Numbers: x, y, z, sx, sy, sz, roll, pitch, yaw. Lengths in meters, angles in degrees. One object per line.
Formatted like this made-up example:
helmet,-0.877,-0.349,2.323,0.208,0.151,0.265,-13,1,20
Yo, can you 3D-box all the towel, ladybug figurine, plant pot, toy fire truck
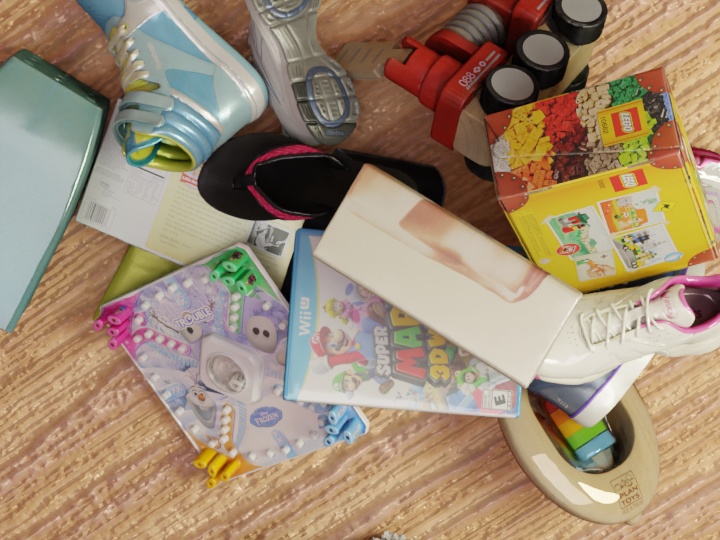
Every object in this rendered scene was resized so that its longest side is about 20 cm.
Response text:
towel,-0.159,-0.023,1.761,0.086,0.018,0.201,29,104,-2
ladybug figurine,0.187,0.141,1.751,0.135,0.072,0.201,-24,79,-24
plant pot,-0.303,-0.079,1.683,0.141,0.141,0.201,30,98,-8
toy fire truck,0.081,-0.184,1.662,0.199,0.176,0.129,32,145,15

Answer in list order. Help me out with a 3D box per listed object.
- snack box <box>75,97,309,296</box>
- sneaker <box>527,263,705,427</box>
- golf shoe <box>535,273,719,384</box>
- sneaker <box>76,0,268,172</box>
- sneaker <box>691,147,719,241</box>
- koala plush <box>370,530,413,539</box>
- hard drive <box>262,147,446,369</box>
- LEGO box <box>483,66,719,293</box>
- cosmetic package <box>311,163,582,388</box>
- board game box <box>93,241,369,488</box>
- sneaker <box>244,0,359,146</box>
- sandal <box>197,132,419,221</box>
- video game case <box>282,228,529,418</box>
snack box,-0.137,-0.061,1.716,0.198,0.037,0.117,23,100,5
sneaker,0.197,0.021,1.713,0.146,0.081,0.200,41,69,-4
golf shoe,0.223,0.039,1.627,0.198,0.092,0.076,-14,73,-16
sneaker,-0.187,-0.165,1.654,0.199,0.080,0.131,38,63,3
sneaker,0.246,-0.076,1.713,0.198,0.081,0.089,20,102,-5
koala plush,-0.028,0.326,1.795,0.198,0.184,0.179,-10,105,-19
hard drive,0.000,0.000,1.718,0.134,0.042,0.202,8,108,-42
LEGO box,0.197,-0.065,1.584,0.148,0.200,0.078,-14,62,12
cosmetic package,0.071,0.004,1.563,0.199,0.103,0.088,32,93,5
board game box,-0.117,0.090,1.718,0.199,0.026,0.201,-22,108,41
sneaker,-0.070,-0.196,1.681,0.074,0.087,0.202,-15,89,-32
sandal,-0.048,-0.073,1.645,0.198,0.045,0.076,9,93,21
video game case,0.039,0.044,1.646,0.198,0.018,0.145,5,84,-3
